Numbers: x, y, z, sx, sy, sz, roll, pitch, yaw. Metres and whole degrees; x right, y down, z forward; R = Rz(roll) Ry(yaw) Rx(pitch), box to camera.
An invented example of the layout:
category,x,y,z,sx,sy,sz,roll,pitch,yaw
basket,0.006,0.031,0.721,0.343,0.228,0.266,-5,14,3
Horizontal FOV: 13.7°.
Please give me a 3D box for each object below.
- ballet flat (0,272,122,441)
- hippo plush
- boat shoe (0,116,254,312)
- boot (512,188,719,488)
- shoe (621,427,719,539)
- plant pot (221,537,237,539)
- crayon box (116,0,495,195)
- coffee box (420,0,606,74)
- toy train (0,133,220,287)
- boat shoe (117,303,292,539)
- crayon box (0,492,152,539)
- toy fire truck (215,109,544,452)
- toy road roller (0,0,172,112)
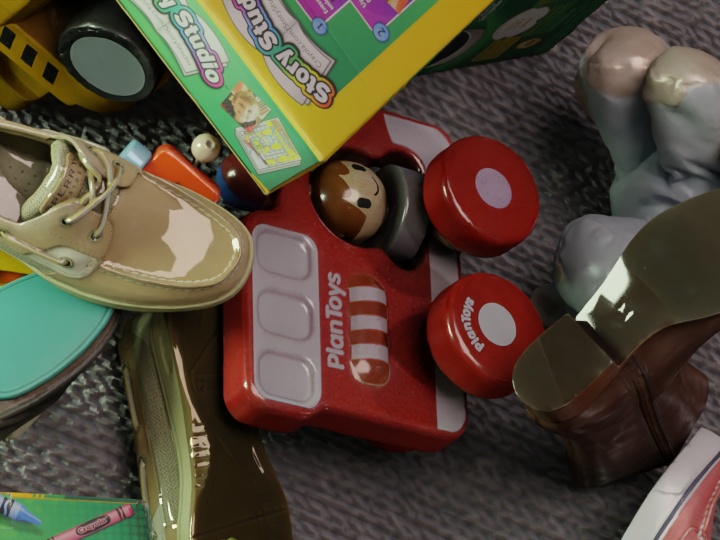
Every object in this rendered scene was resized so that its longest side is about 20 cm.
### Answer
category,x,y,z,sx,sy,sz,roll,pitch,yaw
ballet flat,-0.205,0.068,1.512,0.200,0.068,0.068,-36,69,-28
hippo plush,0.157,-0.032,1.722,0.159,0.200,0.161,36,81,13
boat shoe,-0.148,-0.034,1.496,0.200,0.065,0.072,20,74,-3
boot,0.174,0.042,1.620,0.186,0.200,0.064,-33,65,4
shoe,0.174,0.185,1.646,0.091,0.071,0.200,31,61,7
plant pot,-0.039,0.236,1.447,0.190,0.200,0.200,44,55,1
crayon box,-0.046,-0.169,1.547,0.200,0.058,0.173,53,51,-9
coffee box,0.051,-0.154,1.718,0.200,0.123,0.044,-12,75,-30
toy train,-0.173,-0.049,1.563,0.200,0.056,0.150,35,97,-8
boat shoe,-0.088,0.113,1.567,0.073,0.063,0.201,1,73,-46
crayon box,-0.213,0.151,1.440,0.200,0.119,0.058,5,65,-26
toy fire truck,0.000,0.000,1.612,0.168,0.112,0.200,15,60,-31
toy road roller,-0.176,-0.166,1.580,0.200,0.146,0.123,40,53,-19
